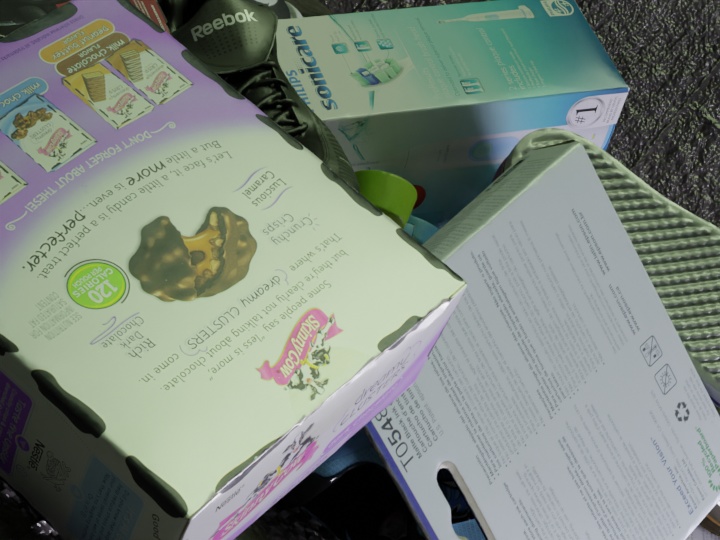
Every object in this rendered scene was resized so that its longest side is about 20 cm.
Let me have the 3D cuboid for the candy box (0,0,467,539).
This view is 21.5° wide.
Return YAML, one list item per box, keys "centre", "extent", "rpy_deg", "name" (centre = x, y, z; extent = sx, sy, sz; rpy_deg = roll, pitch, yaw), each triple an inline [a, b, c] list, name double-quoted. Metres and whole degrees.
- centre: [-0.089, 0.003, 0.720]
  extent: [0.200, 0.072, 0.168]
  rpy_deg: [41, 48, 14]
  name: "candy box"

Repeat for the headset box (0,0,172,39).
- centre: [-0.178, -0.125, 0.878]
  extent: [0.200, 0.075, 0.149]
  rpy_deg: [10, 42, -44]
  name: "headset box"

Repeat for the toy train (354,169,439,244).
- centre: [0.000, 0.000, 0.941]
  extent: [0.084, 0.116, 0.200]
  rpy_deg: [7, -22, 15]
  name: "toy train"

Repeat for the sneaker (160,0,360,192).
- centre: [-0.058, -0.083, 0.915]
  extent: [0.200, 0.066, 0.091]
  rpy_deg: [-131, -151, -53]
  name: "sneaker"

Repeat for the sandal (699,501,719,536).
- centre: [0.171, 0.093, 1.019]
  extent: [0.200, 0.055, 0.082]
  rpy_deg: [28, 35, -38]
  name: "sandal"

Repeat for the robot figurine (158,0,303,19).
- centre: [-0.124, -0.182, 1.450]
  extent: [0.200, 0.125, 0.151]
  rpy_deg: [29, 32, -39]
  name: "robot figurine"

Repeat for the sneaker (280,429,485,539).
- centre: [0.015, 0.109, 0.898]
  extent: [0.200, 0.078, 0.090]
  rpy_deg: [27, 36, -42]
  name: "sneaker"

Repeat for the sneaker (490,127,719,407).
- centre: [0.149, 0.014, 1.012]
  extent: [0.200, 0.073, 0.114]
  rpy_deg: [44, -23, 7]
  name: "sneaker"

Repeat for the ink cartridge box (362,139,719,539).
- centre: [0.080, 0.072, 0.887]
  extent: [0.041, 0.200, 0.200]
  rpy_deg: [-11, -67, 49]
  name: "ink cartridge box"

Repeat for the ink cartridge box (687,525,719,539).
- centre: [0.152, 0.129, 1.055]
  extent: [0.176, 0.045, 0.200]
  rpy_deg: [43, 29, -17]
  name: "ink cartridge box"

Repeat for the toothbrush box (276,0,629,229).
- centre: [0.030, -0.068, 1.065]
  extent: [0.199, 0.147, 0.085]
  rpy_deg: [-7, 49, -21]
  name: "toothbrush box"
